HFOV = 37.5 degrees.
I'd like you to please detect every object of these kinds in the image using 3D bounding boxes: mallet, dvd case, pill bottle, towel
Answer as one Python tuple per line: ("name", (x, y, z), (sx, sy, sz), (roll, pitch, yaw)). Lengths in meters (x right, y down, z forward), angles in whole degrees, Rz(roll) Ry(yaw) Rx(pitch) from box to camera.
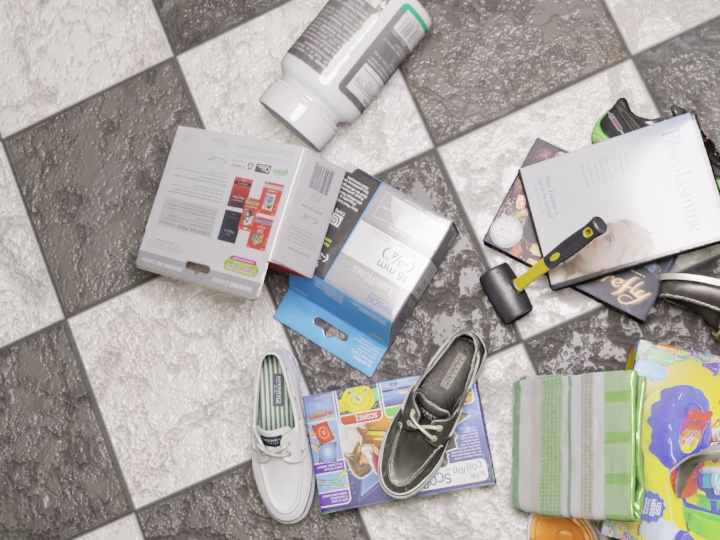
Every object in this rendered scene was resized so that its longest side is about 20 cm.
("mallet", (0.192, -0.014, 1.134), (0.041, 0.200, 0.066), (-23, 71, -34))
("dvd case", (0.282, -0.073, 1.143), (0.200, 0.018, 0.143), (-17, 79, 20))
("pill bottle", (-0.020, -0.244, 1.230), (0.113, 0.113, 0.200), (40, 90, 13))
("towel", (0.223, 0.180, 1.093), (0.031, 0.200, 0.150), (7, 79, -27))

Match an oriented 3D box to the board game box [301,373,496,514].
("board game box", (0.043, 0.190, 1.195), (0.199, 0.034, 0.136), (-11, 81, 8))

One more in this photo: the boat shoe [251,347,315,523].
("boat shoe", (-0.098, 0.188, 1.205), (0.073, 0.067, 0.201), (-11, 80, 9))

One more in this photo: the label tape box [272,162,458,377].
("label tape box", (0.000, 0.000, 1.217), (0.144, 0.063, 0.200), (30, 88, 13))

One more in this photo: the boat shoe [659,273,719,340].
("boat shoe", (0.411, 0.053, 1.125), (0.201, 0.072, 0.061), (16, 86, 3))

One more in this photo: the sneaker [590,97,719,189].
("sneaker", (0.356, -0.134, 1.167), (0.200, 0.077, 0.084), (25, 91, 11))

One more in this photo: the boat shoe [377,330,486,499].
("boat shoe", (0.073, 0.153, 1.144), (0.071, 0.064, 0.200), (25, 87, 12))

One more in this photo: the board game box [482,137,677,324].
("board game box", (0.257, -0.046, 1.192), (0.200, 0.035, 0.136), (27, 87, 12))

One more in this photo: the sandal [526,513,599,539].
("sandal", (0.223, 0.352, 1.128), (0.079, 0.059, 0.207), (-6, 81, 9))

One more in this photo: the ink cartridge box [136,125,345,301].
("ink cartridge box", (-0.140, -0.059, 1.205), (0.200, 0.084, 0.176), (15, 85, 36))

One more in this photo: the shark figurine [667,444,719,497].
("shark figurine", (0.402, 0.197, 0.984), (0.214, 0.090, 0.128), (30, 86, 8))

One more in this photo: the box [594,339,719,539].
("box", (0.359, 0.191, 1.097), (0.192, 0.122, 0.201), (11, 84, 10))
